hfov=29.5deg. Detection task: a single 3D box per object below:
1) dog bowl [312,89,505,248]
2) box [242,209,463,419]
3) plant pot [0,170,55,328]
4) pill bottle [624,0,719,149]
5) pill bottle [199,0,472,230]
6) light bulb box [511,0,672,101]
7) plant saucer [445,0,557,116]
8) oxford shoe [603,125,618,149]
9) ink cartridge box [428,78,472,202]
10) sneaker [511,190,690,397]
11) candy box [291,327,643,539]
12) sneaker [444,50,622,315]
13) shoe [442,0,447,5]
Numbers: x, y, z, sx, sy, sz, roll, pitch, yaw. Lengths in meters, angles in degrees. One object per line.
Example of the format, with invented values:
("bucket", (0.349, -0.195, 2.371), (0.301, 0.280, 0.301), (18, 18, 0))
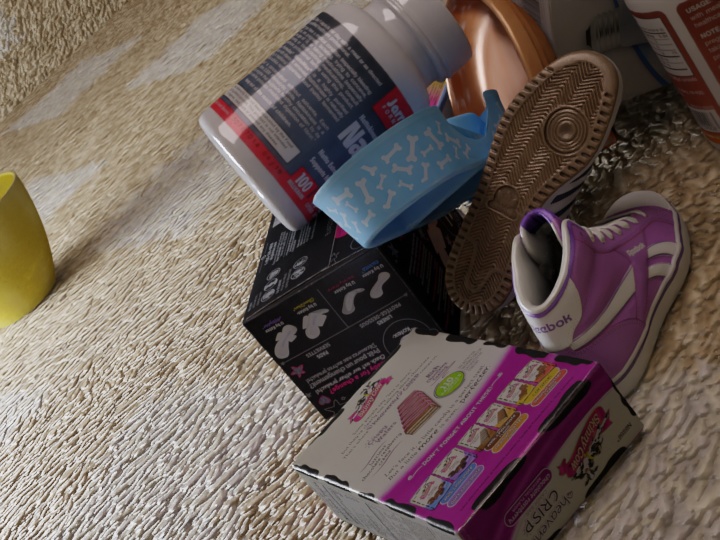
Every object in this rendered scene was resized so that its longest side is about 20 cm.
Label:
("dog bowl", (0.048, -0.071, 0.980), (0.111, 0.050, 0.200), (-41, -9, 32))
("box", (0.000, 0.000, 1.098), (0.132, 0.115, 0.200), (-30, 23, 21))
("plant pot", (-0.478, -0.010, 1.764), (0.200, 0.142, 0.200), (-30, 24, 15))
("pill bottle", (0.256, -0.192, 0.978), (0.112, 0.200, 0.112), (-30, 24, 15))
("pill bottle", (-0.015, -0.137, 1.071), (0.200, 0.120, 0.120), (-41, 23, -3))
("light bulb box", (0.207, -0.252, 1.079), (0.200, 0.198, 0.125), (-21, 35, -11))
("plant saucer", (0.120, -0.131, 1.086), (0.037, 0.200, 0.200), (-18, 20, -12))
("oxford shoe", (0.165, -0.150, 1.200), (0.073, 0.071, 0.200), (-36, 23, 16))
("ink cartridge box", (0.055, -0.144, 1.279), (0.200, 0.076, 0.137), (18, 85, 64))
("sneaker", (0.158, -0.016, 0.905), (0.073, 0.114, 0.201), (-23, 26, 34))
("candy box", (0.062, 0.112, 0.867), (0.136, 0.061, 0.200), (-46, 25, -19))
("sneaker", (0.136, -0.063, 0.971), (0.108, 0.070, 0.200), (-9, -50, -58))
("shoe", (0.124, -0.230, 1.181), (0.200, 0.053, 0.070), (-3, 18, -16))
